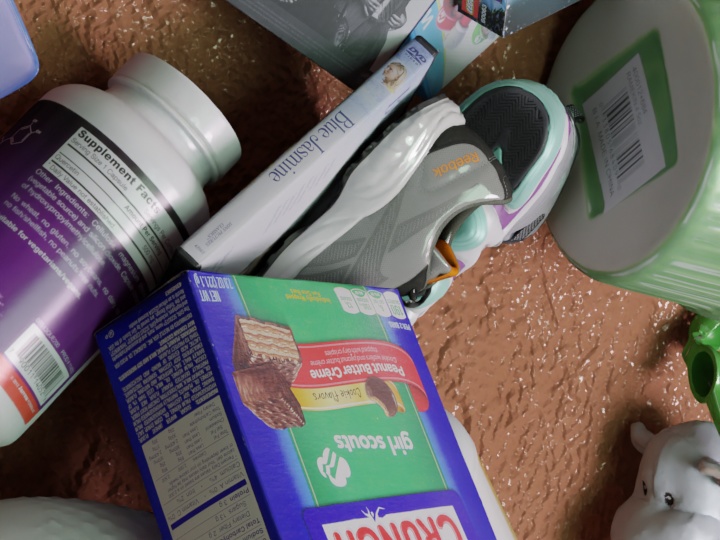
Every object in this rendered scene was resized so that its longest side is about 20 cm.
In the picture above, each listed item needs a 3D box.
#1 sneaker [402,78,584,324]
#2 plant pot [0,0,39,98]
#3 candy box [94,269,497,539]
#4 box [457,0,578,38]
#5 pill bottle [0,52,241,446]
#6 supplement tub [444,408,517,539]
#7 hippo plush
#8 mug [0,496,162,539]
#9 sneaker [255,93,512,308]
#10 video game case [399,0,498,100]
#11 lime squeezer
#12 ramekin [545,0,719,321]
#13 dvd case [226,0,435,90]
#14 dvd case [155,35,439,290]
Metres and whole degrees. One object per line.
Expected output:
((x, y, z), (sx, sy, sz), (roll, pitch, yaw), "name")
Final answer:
((0.054, -0.024, 1.619), (0.200, 0.078, 0.140), (-40, 167, 14), "sneaker")
((-0.283, -0.145, 1.245), (0.179, 0.200, 0.200), (-33, 122, -17), "plant pot")
((-0.023, 0.107, 1.407), (0.169, 0.077, 0.201), (5, 58, -50), "candy box")
((0.140, -0.227, 1.586), (0.200, 0.038, 0.137), (-28, 139, -36), "box")
((-0.155, -0.015, 1.433), (0.200, 0.112, 0.113), (-47, 127, -17), "pill bottle")
((0.014, 0.162, 1.597), (0.145, 0.144, 0.200), (-39, 124, -22), "supplement tub")
((0.246, 0.165, 1.767), (0.161, 0.159, 0.200), (34, 83, -40), "hippo plush")
((-0.140, 0.180, 1.452), (0.175, 0.200, 0.148), (22, 104, -21), "mug")
((0.000, 0.000, 1.526), (0.200, 0.079, 0.074), (-48, 174, 17), "sneaker")
((0.089, -0.205, 1.592), (0.200, 0.018, 0.143), (-43, 146, -19), "video game case")
((0.231, 0.063, 1.773), (0.071, 0.038, 0.200), (38, 37, -7), "lime squeezer")
((0.187, -0.075, 1.627), (0.097, 0.200, 0.201), (8, 99, -31), "ramekin")
((0.001, -0.211, 1.467), (0.150, 0.025, 0.200), (34, 103, -14), "dvd case")
((-0.044, -0.029, 1.492), (0.200, 0.018, 0.143), (-44, 171, -33), "dvd case")
